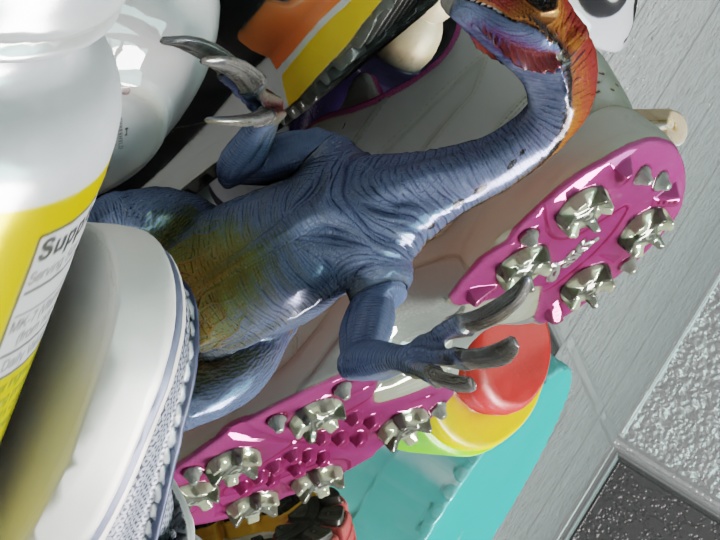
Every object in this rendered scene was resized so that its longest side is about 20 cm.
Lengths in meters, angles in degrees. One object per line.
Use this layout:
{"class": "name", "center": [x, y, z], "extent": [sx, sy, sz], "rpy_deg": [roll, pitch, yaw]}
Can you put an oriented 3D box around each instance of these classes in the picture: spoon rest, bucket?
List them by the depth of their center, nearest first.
{"class": "spoon rest", "center": [-0.091, -0.029, 0.718], "extent": [0.099, 0.061, 0.201], "rpy_deg": [-14, 149, -18]}
{"class": "bucket", "center": [-0.008, 0.083, 1.132], "extent": [0.208, 0.134, 0.207], "rpy_deg": [-52, 166, -19]}

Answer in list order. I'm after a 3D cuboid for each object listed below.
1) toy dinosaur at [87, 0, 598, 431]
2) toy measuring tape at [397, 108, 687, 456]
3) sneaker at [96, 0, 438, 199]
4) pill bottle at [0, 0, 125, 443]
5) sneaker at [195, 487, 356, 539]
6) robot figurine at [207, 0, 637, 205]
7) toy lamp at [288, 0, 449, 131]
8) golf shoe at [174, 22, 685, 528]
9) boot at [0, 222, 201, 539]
{"class": "toy dinosaur", "center": [-0.027, -0.018, 0.684], "extent": [0.181, 0.106, 0.200], "rpy_deg": [-27, -172, -17]}
{"class": "toy measuring tape", "center": [0.051, 0.011, 0.860], "extent": [0.200, 0.073, 0.074], "rpy_deg": [-33, 153, -41]}
{"class": "sneaker", "center": [-0.050, -0.079, 0.757], "extent": [0.070, 0.090, 0.200], "rpy_deg": [-40, -175, -36]}
{"class": "pill bottle", "center": [-0.117, -0.013, 0.537], "extent": [0.114, 0.114, 0.201], "rpy_deg": [-37, 155, -59]}
{"class": "sneaker", "center": [-0.078, 0.141, 0.951], "extent": [0.199, 0.083, 0.078], "rpy_deg": [-12, -160, 36]}
{"class": "robot figurine", "center": [0.022, -0.058, 0.932], "extent": [0.124, 0.150, 0.201], "rpy_deg": [17, 106, -37]}
{"class": "toy lamp", "center": [0.034, -0.108, 0.791], "extent": [0.201, 0.058, 0.058], "rpy_deg": [-60, 168, 24]}
{"class": "golf shoe", "center": [0.000, 0.000, 0.754], "extent": [0.199, 0.092, 0.075], "rpy_deg": [-36, 153, 15]}
{"class": "boot", "center": [-0.060, 0.072, 0.626], "extent": [0.201, 0.090, 0.073], "rpy_deg": [-60, -146, 35]}
